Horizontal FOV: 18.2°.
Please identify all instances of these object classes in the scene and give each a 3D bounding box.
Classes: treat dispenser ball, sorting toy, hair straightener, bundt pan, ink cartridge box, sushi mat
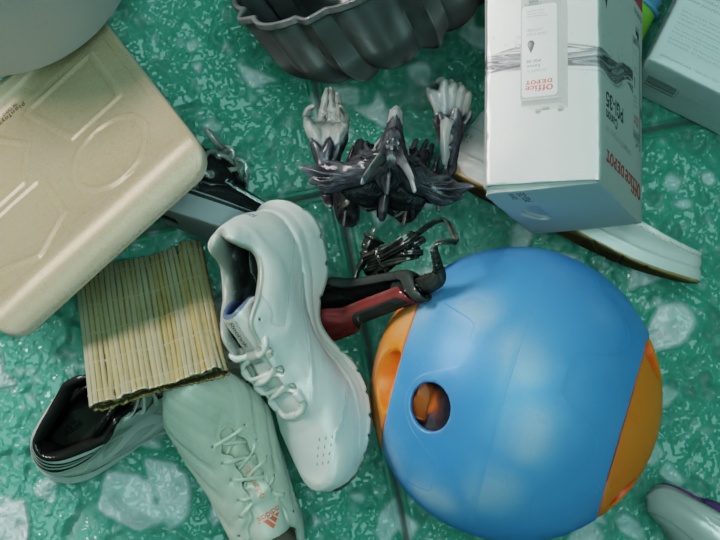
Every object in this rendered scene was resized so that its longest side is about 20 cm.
[{"bbox_3d":[0.107,0.085,1.537,0.200,0.201,0.202,0,85,-3],"label":"treat dispenser ball"},{"bbox_3d":[-0.211,-0.067,1.567,0.185,0.036,0.200,-42,48,2],"label":"sorting toy"},{"bbox_3d":[0.000,0.000,1.537,0.041,0.200,0.077,25,60,-28],"label":"hair straightener"},{"bbox_3d":[0.015,-0.201,1.571,0.201,0.202,0.076,-34,117,-5],"label":"bundt pan"},{"bbox_3d":[0.139,-0.137,1.524,0.082,0.146,0.201,-3,79,18],"label":"ink cartridge box"},{"bbox_3d":[-0.146,0.034,1.543,0.095,0.200,0.012,-17,118,-2],"label":"sushi mat"}]

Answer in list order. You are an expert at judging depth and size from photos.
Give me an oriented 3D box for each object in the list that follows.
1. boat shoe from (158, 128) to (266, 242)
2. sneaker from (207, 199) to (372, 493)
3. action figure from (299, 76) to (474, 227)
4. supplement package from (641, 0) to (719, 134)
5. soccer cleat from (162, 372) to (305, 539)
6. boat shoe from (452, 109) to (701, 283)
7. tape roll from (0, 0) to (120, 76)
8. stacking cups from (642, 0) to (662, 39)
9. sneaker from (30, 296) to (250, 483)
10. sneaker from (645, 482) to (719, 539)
[{"bbox_3d":[-0.114,-0.062,1.606,0.198,0.074,0.068,20,78,15],"label":"boat shoe"},{"bbox_3d":[-0.055,0.054,1.502,0.074,0.087,0.201,-22,83,36],"label":"sneaker"},{"bbox_3d":[0.016,-0.081,1.547,0.118,0.200,0.103,1,86,-2],"label":"action figure"},{"bbox_3d":[0.290,-0.204,1.613,0.109,0.114,0.201,26,83,3],"label":"supplement package"},{"bbox_3d":[-0.078,0.143,1.538,0.069,0.200,0.078,-24,42,-1],"label":"soccer cleat"},{"bbox_3d":[0.163,-0.055,1.617,0.199,0.071,0.070,27,86,1],"label":"boat shoe"},{"bbox_3d":[-0.265,-0.252,1.557,0.201,0.139,0.204,-2,75,8],"label":"tape roll"},{"bbox_3d":[0.206,-0.211,1.637,0.060,0.061,0.201,32,84,0],"label":"stacking cups"},{"bbox_3d":[-0.142,0.083,1.568,0.200,0.115,0.076,-34,87,-7],"label":"sneaker"},{"bbox_3d":[0.261,0.241,1.594,0.100,0.075,0.200,-40,88,-6],"label":"sneaker"}]
